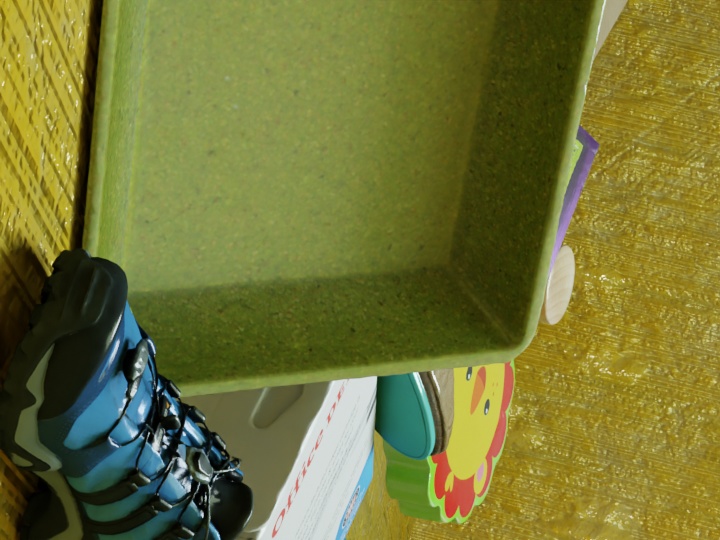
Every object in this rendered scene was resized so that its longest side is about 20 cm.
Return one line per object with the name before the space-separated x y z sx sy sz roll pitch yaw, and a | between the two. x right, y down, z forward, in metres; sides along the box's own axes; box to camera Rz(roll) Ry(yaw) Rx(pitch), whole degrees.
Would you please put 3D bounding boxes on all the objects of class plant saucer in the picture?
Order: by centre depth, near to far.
plant saucer | -0.015 -0.051 0.866 0.048 0.198 0.201 -124 -144 -50

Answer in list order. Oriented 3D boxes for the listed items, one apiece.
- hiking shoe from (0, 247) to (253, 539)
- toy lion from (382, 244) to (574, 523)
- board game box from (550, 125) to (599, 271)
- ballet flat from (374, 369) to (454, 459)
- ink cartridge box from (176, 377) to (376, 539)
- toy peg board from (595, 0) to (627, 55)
hiking shoe | -0.078 0.062 0.816 0.201 0.086 0.075 93 12 -57
toy lion | 0.054 0.035 1.260 0.201 0.068 0.193 68 38 -52
board game box | 0.034 -0.070 1.143 0.032 0.200 0.121 -12 -132 46
ballet flat | 0.000 0.000 1.081 0.200 0.068 0.072 53 57 -26
ink cartridge box | -0.053 0.094 1.038 0.201 0.085 0.147 90 22 -57
toy peg board | 0.076 -0.152 1.056 0.200 0.097 0.200 -60 172 -2
